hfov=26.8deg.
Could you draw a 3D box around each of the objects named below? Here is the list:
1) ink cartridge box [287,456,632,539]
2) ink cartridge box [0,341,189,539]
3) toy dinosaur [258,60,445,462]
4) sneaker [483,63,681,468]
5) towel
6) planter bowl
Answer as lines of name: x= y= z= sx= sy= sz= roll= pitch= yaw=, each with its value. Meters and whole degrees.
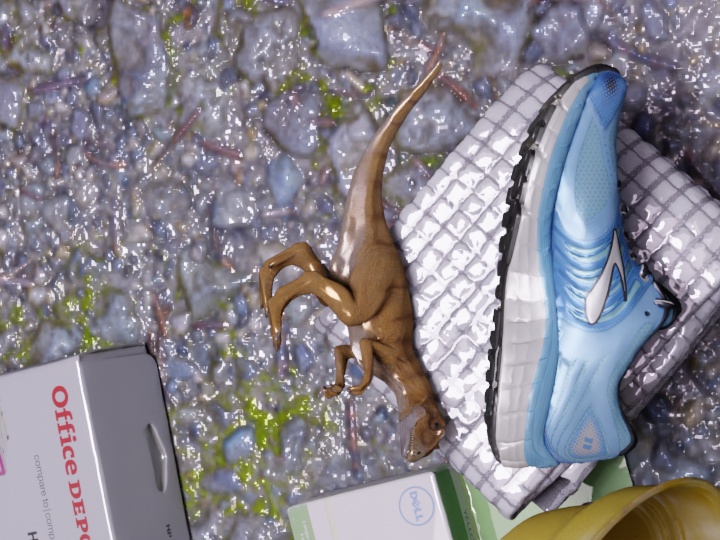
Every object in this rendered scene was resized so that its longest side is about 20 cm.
ink cartridge box: x=0.067 y=0.183 z=0.871 sx=0.199 sy=0.048 sz=0.147 roll=-18 pitch=84 yaw=27
ink cartridge box: x=-0.224 y=0.139 z=0.983 sx=0.199 sy=0.085 sz=0.146 roll=-15 pitch=86 yaw=23
toy dinosaur: x=0.000 y=0.000 z=0.794 sx=0.105 sy=0.060 sz=0.202 roll=-8 pitch=89 yaw=-9
sneaker: x=0.114 y=0.000 z=0.750 sx=0.089 sy=0.078 sz=0.202 roll=6 pitch=93 yaw=0
towel: x=0.100 y=0.014 z=0.824 sx=0.165 sy=0.086 sz=0.200 roll=42 pitch=100 yaw=16
planter bowl: x=0.108 y=0.188 z=0.782 sx=0.083 sy=0.200 sz=0.202 roll=21 pitch=101 yaw=41
